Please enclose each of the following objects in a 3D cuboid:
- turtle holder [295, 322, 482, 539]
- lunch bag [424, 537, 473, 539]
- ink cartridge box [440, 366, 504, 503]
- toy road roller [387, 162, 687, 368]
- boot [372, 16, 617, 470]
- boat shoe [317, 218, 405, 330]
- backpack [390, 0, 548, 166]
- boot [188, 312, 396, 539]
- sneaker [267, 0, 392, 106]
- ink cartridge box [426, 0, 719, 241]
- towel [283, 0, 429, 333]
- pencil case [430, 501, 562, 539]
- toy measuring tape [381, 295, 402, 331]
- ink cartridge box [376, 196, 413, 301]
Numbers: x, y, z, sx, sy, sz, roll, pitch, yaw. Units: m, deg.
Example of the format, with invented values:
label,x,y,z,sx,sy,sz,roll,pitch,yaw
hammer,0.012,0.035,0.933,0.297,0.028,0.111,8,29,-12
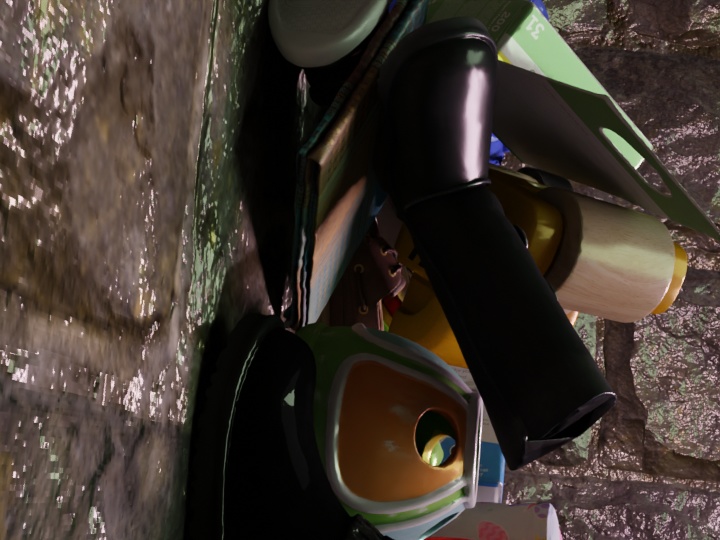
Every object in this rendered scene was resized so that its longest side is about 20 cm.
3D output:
label,x,y,z,sx,sy,sz,roll,pitch,yaw
turtle holder,0.005,0.112,0.760,0.186,0.132,0.141,84,11,-49
lunch bag,0.035,0.263,0.857,0.082,0.176,0.200,-96,-178,-47
ink cartridge box,0.054,0.133,1.100,0.200,0.145,0.084,-77,169,-52
toy road roller,0.098,0.007,0.833,0.200,0.123,0.146,35,-71,58
boot,0.071,-0.010,0.670,0.165,0.066,0.200,94,-23,-66
boat shoe,0.000,0.000,0.920,0.072,0.068,0.200,-28,120,-81
backpack,0.090,-0.166,1.190,0.200,0.168,0.163,89,14,-58
boot,0.000,0.129,0.620,0.079,0.158,0.211,66,29,-75
sneaker,-0.010,-0.135,0.767,0.200,0.071,0.099,-83,168,-60
ink cartridge box,0.126,-0.096,0.748,0.146,0.200,0.048,40,83,-36
towel,-0.005,-0.062,0.760,0.200,0.022,0.147,99,18,-60
pencil case,0.058,0.224,0.976,0.083,0.200,0.091,5,81,-76
toy measuring tape,0.014,0.054,1.048,0.200,0.074,0.074,42,51,-85
ink cartridge box,0.026,-0.065,0.994,0.174,0.044,0.200,48,-22,55
